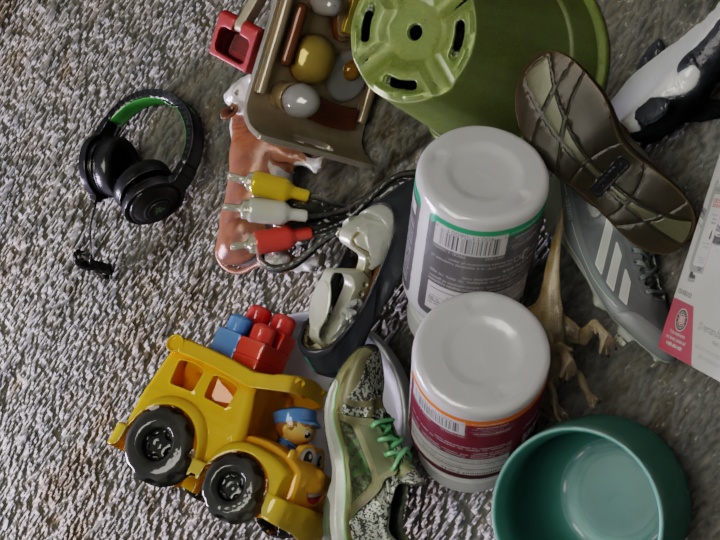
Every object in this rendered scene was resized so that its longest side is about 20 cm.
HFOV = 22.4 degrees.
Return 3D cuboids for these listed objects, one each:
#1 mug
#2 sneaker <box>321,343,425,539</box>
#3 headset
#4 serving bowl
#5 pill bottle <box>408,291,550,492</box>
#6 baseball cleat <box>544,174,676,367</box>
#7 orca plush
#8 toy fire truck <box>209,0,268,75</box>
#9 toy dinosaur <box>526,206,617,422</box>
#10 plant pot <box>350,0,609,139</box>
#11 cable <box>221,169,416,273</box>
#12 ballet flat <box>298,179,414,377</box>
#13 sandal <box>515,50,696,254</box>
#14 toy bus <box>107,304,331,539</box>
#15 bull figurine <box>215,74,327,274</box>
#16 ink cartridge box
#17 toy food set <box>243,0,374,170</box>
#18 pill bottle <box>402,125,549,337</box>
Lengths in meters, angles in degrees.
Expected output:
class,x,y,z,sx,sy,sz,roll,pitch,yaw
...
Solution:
class,x,y,z,sx,sy,sz,roll,pitch,yaw
mug,0.190,0.207,1.547,0.185,0.114,0.152,-34,79,26
sneaker,0.021,0.165,1.605,0.088,0.077,0.201,4,97,30
headset,-0.231,-0.086,1.856,0.123,0.094,0.200,31,88,32
serving bowl,-0.030,0.138,1.714,0.200,0.066,0.201,-2,86,30
pill bottle,0.098,0.111,1.553,0.114,0.200,0.114,0,63,0
baseball cleat,0.231,-0.019,1.567,0.106,0.070,0.200,-44,68,21
orca plush,0.289,-0.165,1.559,0.200,0.071,0.105,-52,20,13
toy fire truck,-0.053,-0.277,1.707,0.049,0.141,0.200,30,102,28
toy dinosaur,0.166,0.056,1.559,0.101,0.058,0.201,37,131,51
plant pot,0.090,-0.195,1.590,0.200,0.190,0.201,-2,86,30
cable,-0.026,-0.047,1.687,0.199,0.050,0.097,-2,94,4
ballet flat,0.000,0.000,1.637,0.073,0.073,0.200,24,85,29
sandal,0.207,-0.100,1.535,0.200,0.055,0.082,44,110,1
toy bus,-0.098,0.132,1.655,0.200,0.136,0.192,23,83,28
bull figurine,-0.086,-0.091,1.759,0.121,0.065,0.201,12,98,24
ink cartridge box,0.328,-0.009,1.459,0.083,0.147,0.201,15,96,-15
toy food set,-0.016,-0.203,1.673,0.060,0.143,0.200,25,100,49
pill bottle,0.095,-0.019,1.570,0.113,0.113,0.200,42,149,25
